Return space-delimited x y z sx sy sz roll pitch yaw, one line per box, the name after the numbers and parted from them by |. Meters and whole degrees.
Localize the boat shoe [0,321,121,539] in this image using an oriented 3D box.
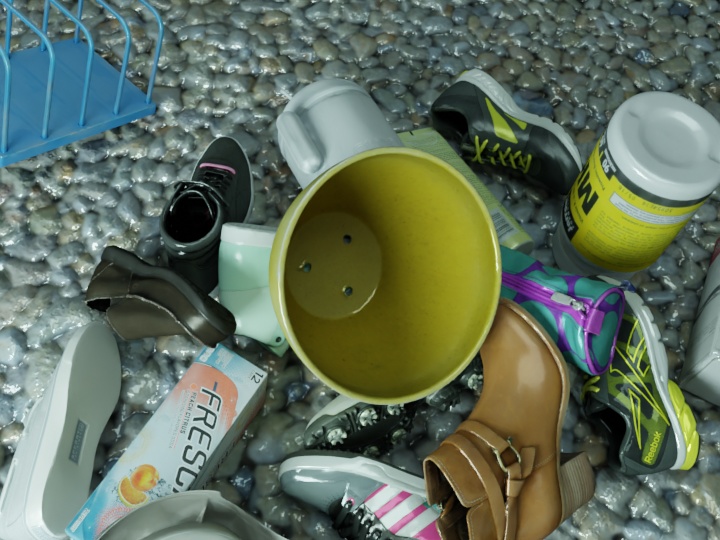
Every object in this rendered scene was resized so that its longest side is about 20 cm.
-0.260 0.135 0.711 0.068 0.072 0.202 -12 54 17 | boat shoe

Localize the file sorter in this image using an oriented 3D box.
-0.317 -0.221 0.838 0.138 0.123 0.199 40 41 15 | file sorter

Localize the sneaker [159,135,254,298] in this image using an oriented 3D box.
-0.149 -0.075 0.825 0.070 0.100 0.202 8 58 0 | sneaker

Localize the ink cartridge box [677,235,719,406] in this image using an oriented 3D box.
0.423 0.052 0.834 0.144 0.085 0.201 25 58 7 | ink cartridge box

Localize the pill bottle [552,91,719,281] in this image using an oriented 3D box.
0.265 -0.068 0.815 0.112 0.201 0.116 3 59 -6 | pill bottle

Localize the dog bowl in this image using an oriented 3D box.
-0.133 0.263 0.610 0.198 0.058 0.203 5 80 -30 | dog bowl

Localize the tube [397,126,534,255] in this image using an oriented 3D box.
0.108 -0.085 0.896 0.052 0.058 0.201 -40 66 8 | tube

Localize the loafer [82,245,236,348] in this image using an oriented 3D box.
-0.185 0.037 0.746 0.199 0.073 0.072 18 71 46 | loafer

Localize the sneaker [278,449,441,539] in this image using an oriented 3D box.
0.014 0.233 0.683 0.197 0.084 0.122 17 50 1 | sneaker

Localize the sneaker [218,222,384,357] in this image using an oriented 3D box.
-0.050 0.024 0.812 0.198 0.074 0.120 7 97 -27 | sneaker

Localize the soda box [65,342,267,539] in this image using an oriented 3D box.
-0.158 0.160 0.704 0.063 0.069 0.201 29 60 9 | soda box

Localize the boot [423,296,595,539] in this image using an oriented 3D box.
0.104 0.131 0.688 0.154 0.076 0.203 -14 86 -35 | boot

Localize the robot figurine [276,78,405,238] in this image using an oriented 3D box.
-0.014 -0.117 0.853 0.169 0.113 0.201 13 39 -52 | robot figurine

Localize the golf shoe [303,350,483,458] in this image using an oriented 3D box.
0.023 0.108 0.767 0.198 0.078 0.088 -26 46 -26 | golf shoe

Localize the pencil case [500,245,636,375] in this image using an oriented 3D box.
0.148 0.021 0.775 0.199 0.092 0.086 23 75 36 | pencil case

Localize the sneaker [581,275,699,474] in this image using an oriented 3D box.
0.243 0.096 0.782 0.083 0.075 0.202 -13 63 -14 | sneaker

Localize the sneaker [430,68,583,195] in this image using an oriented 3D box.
0.158 -0.140 0.923 0.084 0.075 0.200 -35 61 -21 | sneaker

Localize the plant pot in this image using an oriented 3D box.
0.000 0.000 0.711 0.197 0.142 0.203 -2 95 -25 | plant pot
